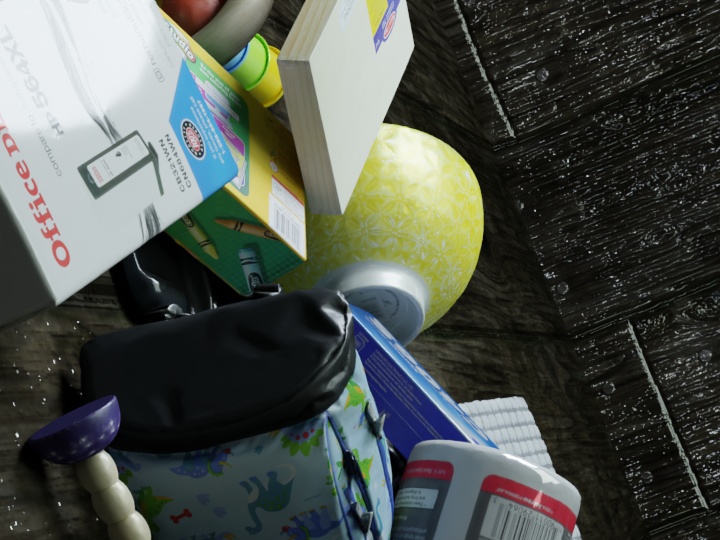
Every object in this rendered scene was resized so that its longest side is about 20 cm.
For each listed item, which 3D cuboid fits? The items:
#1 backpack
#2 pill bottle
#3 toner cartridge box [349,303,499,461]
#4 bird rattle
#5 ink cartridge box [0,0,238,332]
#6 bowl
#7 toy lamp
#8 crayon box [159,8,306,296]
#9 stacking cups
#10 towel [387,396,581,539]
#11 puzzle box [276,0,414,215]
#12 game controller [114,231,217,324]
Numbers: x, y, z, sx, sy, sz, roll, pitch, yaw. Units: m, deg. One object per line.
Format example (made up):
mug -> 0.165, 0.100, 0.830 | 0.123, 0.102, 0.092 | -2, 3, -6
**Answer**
backpack -> -0.056, 0.124, 1.234 | 0.200, 0.163, 0.154 | 69, 13, -53
pill bottle -> 0.055, 0.212, 1.284 | 0.111, 0.110, 0.201 | 48, 57, -59
toner cartridge box -> 0.048, 0.109, 1.465 | 0.200, 0.043, 0.095 | 47, 7, 16
bird rattle -> -0.105, -0.195, 1.537 | 0.113, 0.199, 0.163 | 55, 40, -45
ink cartridge box -> -0.165, -0.067, 1.090 | 0.146, 0.084, 0.200 | 64, 30, -10
bowl -> 0.000, 0.000, 1.578 | 0.200, 0.200, 0.108 | 55, 18, -45
toy lamp -> -0.108, 0.165, 1.124 | 0.201, 0.058, 0.058 | 65, 11, -6
crayon box -> -0.118, -0.089, 1.406 | 0.200, 0.058, 0.119 | 42, 30, -35
stacking cups -> -0.125, -0.187, 1.757 | 0.200, 0.060, 0.061 | 30, 38, -64
towel -> 0.084, 0.187, 1.601 | 0.200, 0.085, 0.166 | -3, 71, -61
puzzle box -> -0.007, -0.152, 1.493 | 0.200, 0.025, 0.133 | -68, 154, -45
game controller -> -0.147, -0.045, 1.424 | 0.104, 0.042, 0.201 | 22, 44, -54
